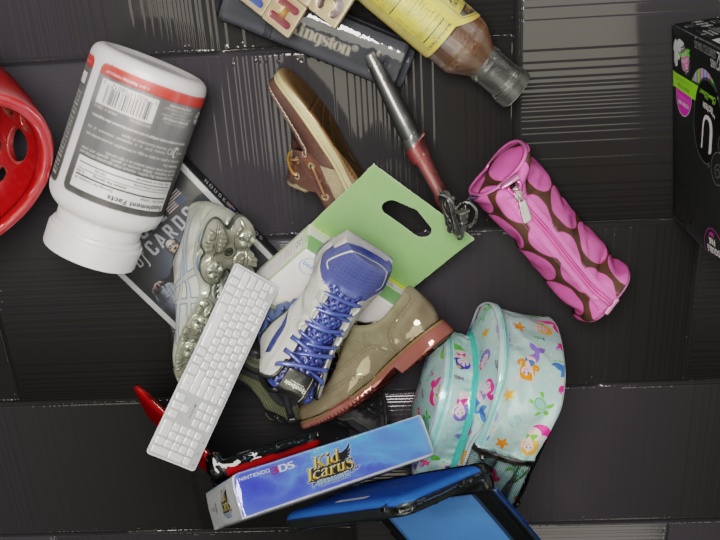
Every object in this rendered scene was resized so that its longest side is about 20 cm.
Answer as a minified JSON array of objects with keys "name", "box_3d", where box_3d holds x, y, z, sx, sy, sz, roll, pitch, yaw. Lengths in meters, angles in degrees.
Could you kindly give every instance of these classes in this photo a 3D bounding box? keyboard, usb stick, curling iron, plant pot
[{"name":"keyboard","box_3d":[-0.144,0.095,0.859,0.056,0.011,0.202,32,76,-38]},{"name":"usb stick","box_3d":[-0.044,-0.235,0.848,0.198,0.033,0.056,21,113,-7]},{"name":"curling iron","box_3d":[0.059,-0.122,0.844,0.025,0.050,0.201,-29,94,-22]},{"name":"plant pot","box_3d":[-0.416,-0.134,0.802,0.182,0.200,0.201,45,114,24]}]

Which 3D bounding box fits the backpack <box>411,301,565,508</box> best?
[{"name":"backpack","box_3d":[0.136,0.136,0.927,0.149,0.178,0.201,19,121,-8]}]

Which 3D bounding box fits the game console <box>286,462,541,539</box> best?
[{"name":"game console","box_3d":[0.054,0.265,0.861,0.199,0.170,0.120,-26,78,48]}]

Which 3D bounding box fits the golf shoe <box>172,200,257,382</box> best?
[{"name":"golf shoe","box_3d":[-0.164,0.023,0.919,0.078,0.097,0.202,1,113,-38]}]

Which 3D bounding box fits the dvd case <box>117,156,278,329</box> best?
[{"name":"dvd case","box_3d":[-0.188,-0.018,0.956,0.150,0.025,0.200,-39,108,17]}]

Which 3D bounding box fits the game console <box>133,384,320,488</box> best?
[{"name":"game console","box_3d":[-0.148,0.174,0.973,0.171,0.200,0.120,-15,76,-14]}]

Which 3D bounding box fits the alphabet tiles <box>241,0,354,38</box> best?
[{"name":"alphabet tiles","box_3d":[-0.071,-0.321,0.788,0.200,0.006,0.167,39,109,6]}]

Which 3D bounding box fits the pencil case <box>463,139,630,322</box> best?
[{"name":"pencil case","box_3d":[0.197,-0.034,0.893,0.091,0.094,0.200,-46,108,1]}]

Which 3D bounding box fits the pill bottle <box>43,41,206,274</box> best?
[{"name":"pill bottle","box_3d":[-0.234,-0.108,0.850,0.115,0.116,0.202,21,102,-7]}]

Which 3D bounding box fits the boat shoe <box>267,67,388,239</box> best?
[{"name":"boat shoe","box_3d":[-0.046,-0.107,0.887,0.072,0.072,0.201,-27,117,13]}]

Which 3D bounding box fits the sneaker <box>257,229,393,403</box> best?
[{"name":"sneaker","box_3d":[-0.041,0.064,0.855,0.080,0.116,0.199,27,130,-22]}]

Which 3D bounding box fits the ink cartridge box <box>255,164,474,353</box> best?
[{"name":"ink cartridge box","box_3d":[0.000,0.000,0.903,0.145,0.048,0.200,33,129,-25]}]

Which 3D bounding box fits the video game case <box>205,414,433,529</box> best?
[{"name":"video game case","box_3d":[-0.048,0.209,0.893,0.198,0.181,0.046,-13,75,-22]}]

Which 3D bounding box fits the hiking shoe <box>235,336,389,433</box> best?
[{"name":"hiking shoe","box_3d":[-0.062,0.140,1.005,0.199,0.076,0.101,32,128,-9]}]

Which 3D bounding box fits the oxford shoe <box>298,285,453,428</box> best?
[{"name":"oxford shoe","box_3d":[0.003,0.093,0.911,0.199,0.070,0.075,-39,81,18]}]

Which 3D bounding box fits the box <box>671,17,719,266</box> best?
[{"name":"box","box_3d":[0.373,-0.127,0.815,0.123,0.149,0.202,-8,114,5]}]

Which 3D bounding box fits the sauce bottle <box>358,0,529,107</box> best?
[{"name":"sauce bottle","box_3d":[0.075,-0.233,0.828,0.199,0.065,0.065,37,111,-15]}]
